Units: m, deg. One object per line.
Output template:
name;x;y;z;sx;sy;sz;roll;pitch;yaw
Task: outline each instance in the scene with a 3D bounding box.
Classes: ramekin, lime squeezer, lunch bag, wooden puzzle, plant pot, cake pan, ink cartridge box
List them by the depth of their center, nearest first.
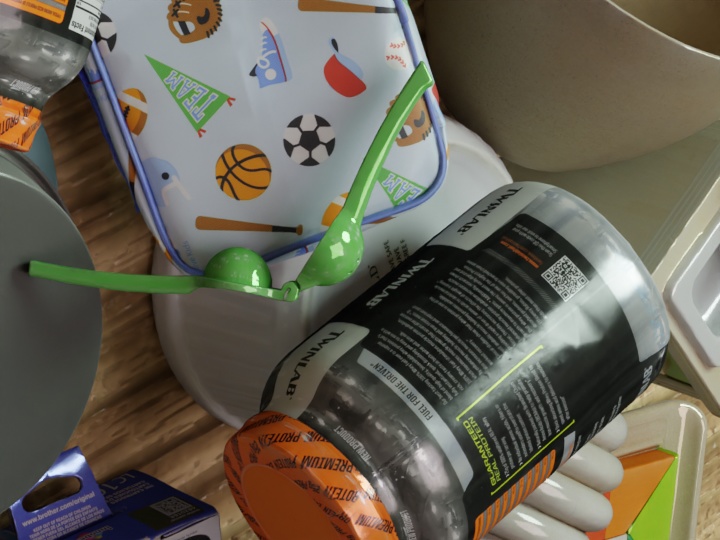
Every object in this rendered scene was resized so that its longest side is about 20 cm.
lime squeezer;-0.045;-0.015;1.116;0.200;0.038;0.071;-26;108;3
cake pan;-0.194;0.034;1.122;0.200;0.037;0.201;-16;114;-39
lunch bag;-0.055;-0.102;1.159;0.160;0.076;0.200;-20;97;0
ink cartridge box;-0.134;0.190;1.236;0.136;0.076;0.200;-22;119;-38
ramekin;0.000;0.000;1.287;0.202;0.094;0.203;-16;114;-40
plant pot;0.110;-0.130;1.306;0.200;0.200;0.135;0;139;-43
wooden puzzle;0.133;0.181;1.511;0.200;0.037;0.185;-8;109;-41

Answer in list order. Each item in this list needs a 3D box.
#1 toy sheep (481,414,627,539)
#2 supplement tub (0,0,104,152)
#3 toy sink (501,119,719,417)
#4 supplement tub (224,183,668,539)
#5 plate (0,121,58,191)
toy sheep;0.074;0.114;1.364;0.138;0.138;0.200;23;88;-45
supplement tub;-0.159;-0.158;1.062;0.122;0.122;0.200;18;88;-45
toy sink;0.176;-0.005;1.377;0.112;0.200;0.130;-54;133;-17
supplement tub;0.040;0.058;1.182;0.200;0.122;0.123;-38;126;-28
plate;-0.213;-0.011;1.134;0.200;0.026;0.201;-16;114;-38
